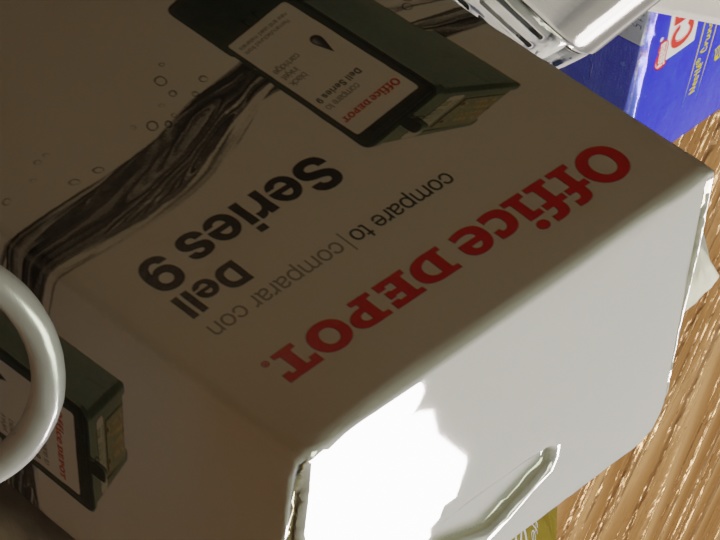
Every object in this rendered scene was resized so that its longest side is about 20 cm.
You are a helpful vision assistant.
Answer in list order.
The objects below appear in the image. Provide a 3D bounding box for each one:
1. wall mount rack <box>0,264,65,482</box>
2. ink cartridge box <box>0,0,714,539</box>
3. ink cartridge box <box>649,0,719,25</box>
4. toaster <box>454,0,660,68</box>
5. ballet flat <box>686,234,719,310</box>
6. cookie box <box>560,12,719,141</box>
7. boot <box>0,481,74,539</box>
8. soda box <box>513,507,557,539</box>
[{"bbox_3d":[-0.147,-0.036,0.588,0.075,0.200,0.174,-92,-159,-62],"label":"wall mount rack"},{"bbox_3d":[-0.037,-0.014,0.689,0.146,0.200,0.084,-34,146,-36],"label":"ink cartridge box"},{"bbox_3d":[0.107,-0.182,0.881,0.145,0.084,0.200,9,114,-18],"label":"ink cartridge box"},{"bbox_3d":[0.049,-0.145,0.777,0.129,0.200,0.114,-41,-157,17],"label":"toaster"},{"bbox_3d":[0.090,-0.004,1.076,0.068,0.068,0.200,-18,-177,-12],"label":"ballet flat"},{"bbox_3d":[0.135,-0.153,1.070,0.200,0.075,0.171,-34,144,-45],"label":"cookie box"},{"bbox_3d":[-0.112,0.074,0.737,0.146,0.199,0.070,98,-9,-74],"label":"boot"},{"bbox_3d":[0.025,0.074,0.939,0.068,0.064,0.200,50,38,-53],"label":"soda box"}]
